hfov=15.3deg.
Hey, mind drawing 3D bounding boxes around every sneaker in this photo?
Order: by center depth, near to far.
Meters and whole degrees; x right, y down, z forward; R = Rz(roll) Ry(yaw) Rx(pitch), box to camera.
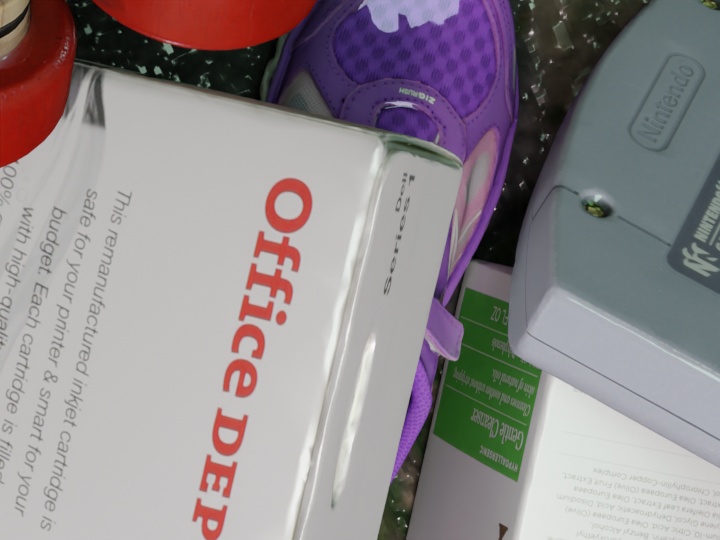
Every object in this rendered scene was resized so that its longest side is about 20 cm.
[{"bbox_3d":[0.000,0.000,0.769,0.080,0.088,0.200,20,89,-13],"label":"sneaker"}]

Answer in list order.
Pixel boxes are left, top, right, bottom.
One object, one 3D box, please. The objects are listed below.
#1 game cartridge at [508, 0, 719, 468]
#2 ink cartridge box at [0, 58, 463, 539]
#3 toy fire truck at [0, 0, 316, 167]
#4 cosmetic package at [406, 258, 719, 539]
[{"bbox_3d":[0.118,-0.015,0.748,0.133,0.200,0.042,26,129,7],"label":"game cartridge"},{"bbox_3d":[-0.087,0.016,0.705,0.200,0.084,0.146,14,93,17],"label":"ink cartridge box"},{"bbox_3d":[-0.097,-0.128,0.642,0.200,0.112,0.168,-28,59,-35],"label":"toy fire truck"},{"bbox_3d":[0.061,0.106,0.784,0.085,0.108,0.200,13,91,-15],"label":"cosmetic package"}]
